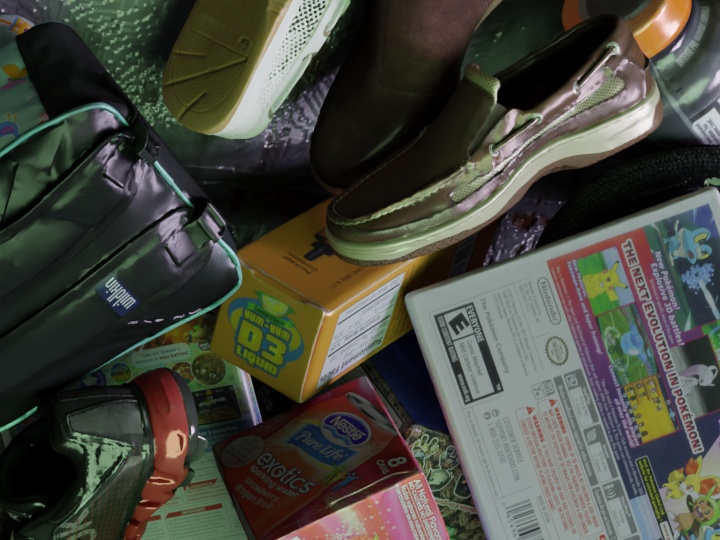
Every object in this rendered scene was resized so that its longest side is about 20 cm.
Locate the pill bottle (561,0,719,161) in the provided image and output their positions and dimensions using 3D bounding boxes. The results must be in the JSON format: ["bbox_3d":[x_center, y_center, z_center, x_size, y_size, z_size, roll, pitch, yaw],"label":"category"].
[{"bbox_3d":[0.191,-0.098,1.684,0.106,0.106,0.200,-41,131,2],"label":"pill bottle"}]

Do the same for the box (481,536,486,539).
[{"bbox_3d":[0.138,0.132,1.751,0.196,0.200,0.118,22,109,-37],"label":"box"}]

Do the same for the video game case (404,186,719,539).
[{"bbox_3d":[0.140,0.077,1.596,0.182,0.023,0.200,-19,91,-5],"label":"video game case"}]

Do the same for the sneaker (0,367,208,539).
[{"bbox_3d":[-0.155,0.132,1.549,0.098,0.071,0.201,0,133,-28],"label":"sneaker"}]

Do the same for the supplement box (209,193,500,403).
[{"bbox_3d":[0.000,0.000,1.611,0.200,0.066,0.069,-29,144,-54],"label":"supplement box"}]

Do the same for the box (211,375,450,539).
[{"bbox_3d":[0.005,0.171,1.563,0.095,0.100,0.200,-24,124,-5],"label":"box"}]

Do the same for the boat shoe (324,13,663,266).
[{"bbox_3d":[0.063,-0.076,1.563,0.202,0.075,0.075,-29,122,-19],"label":"boat shoe"}]

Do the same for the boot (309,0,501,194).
[{"bbox_3d":[0.020,-0.144,1.550,0.200,0.072,0.166,-54,157,-4],"label":"boot"}]

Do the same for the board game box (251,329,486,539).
[{"bbox_3d":[-0.016,0.135,1.697,0.097,0.159,0.200,19,112,-36],"label":"board game box"}]

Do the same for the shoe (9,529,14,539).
[{"bbox_3d":[-0.174,0.165,1.711,0.070,0.053,0.200,-31,145,-51],"label":"shoe"}]

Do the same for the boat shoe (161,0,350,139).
[{"bbox_3d":[-0.034,-0.160,1.553,0.200,0.071,0.069,-59,151,8],"label":"boat shoe"}]

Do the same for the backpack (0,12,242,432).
[{"bbox_3d":[-0.189,-0.018,1.503,0.200,0.153,0.176,-39,136,-1],"label":"backpack"}]

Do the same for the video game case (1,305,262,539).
[{"bbox_3d":[-0.125,0.089,1.609,0.143,0.018,0.200,-11,103,12],"label":"video game case"}]

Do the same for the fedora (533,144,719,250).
[{"bbox_3d":[0.186,0.020,1.659,0.200,0.092,0.201,0,91,-6],"label":"fedora"}]
